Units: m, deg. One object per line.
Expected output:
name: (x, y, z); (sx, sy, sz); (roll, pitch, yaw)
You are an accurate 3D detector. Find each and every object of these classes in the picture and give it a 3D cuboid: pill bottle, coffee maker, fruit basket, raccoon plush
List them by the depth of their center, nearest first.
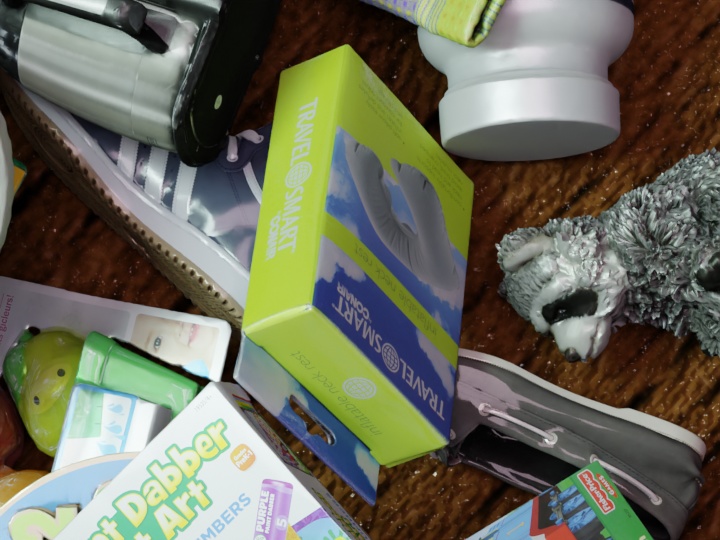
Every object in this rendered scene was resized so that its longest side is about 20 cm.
coffee maker: (-0.141, -0.167, 1.201); (0.200, 0.135, 0.192); (19, 60, 9)
fruit basket: (-0.181, 0.094, 1.215); (0.200, 0.094, 0.186); (13, 79, 4)
pill bottle: (0.085, -0.164, 1.260); (0.116, 0.116, 0.200); (-2, 79, -2)
raccoon plush: (0.153, -0.033, 1.272); (0.134, 0.097, 0.200); (12, 49, 14)

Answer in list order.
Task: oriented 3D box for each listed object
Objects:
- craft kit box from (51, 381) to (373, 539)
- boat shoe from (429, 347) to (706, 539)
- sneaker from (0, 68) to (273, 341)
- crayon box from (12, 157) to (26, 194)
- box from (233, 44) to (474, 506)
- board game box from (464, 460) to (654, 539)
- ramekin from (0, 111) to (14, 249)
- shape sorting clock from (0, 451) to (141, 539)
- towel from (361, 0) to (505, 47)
craft kit box: (-0.066, 0.188, 1.069); (0.200, 0.049, 0.198); (-45, 73, 6)
boat shoe: (0.081, 0.088, 1.233); (0.200, 0.067, 0.057); (17, 63, -1)
sneaker: (-0.091, -0.064, 1.260); (0.200, 0.070, 0.108); (43, 76, 10)
crayon box: (-0.266, 0.005, 1.173); (0.119, 0.058, 0.200); (31, 85, -35)
box: (0.000, 0.000, 1.174); (0.048, 0.122, 0.200); (-21, 42, 29)
board game box: (0.078, 0.199, 1.130); (0.200, 0.037, 0.151); (-28, 75, -30)
ramekin: (-0.249, -0.041, 1.079); (0.202, 0.094, 0.203); (-9, 108, -30)
shape sorting clock: (-0.104, 0.186, 1.132); (0.200, 0.039, 0.200); (0, 85, 2)
towel: (0.020, -0.207, 1.235); (0.200, 0.023, 0.144); (33, 108, 45)
